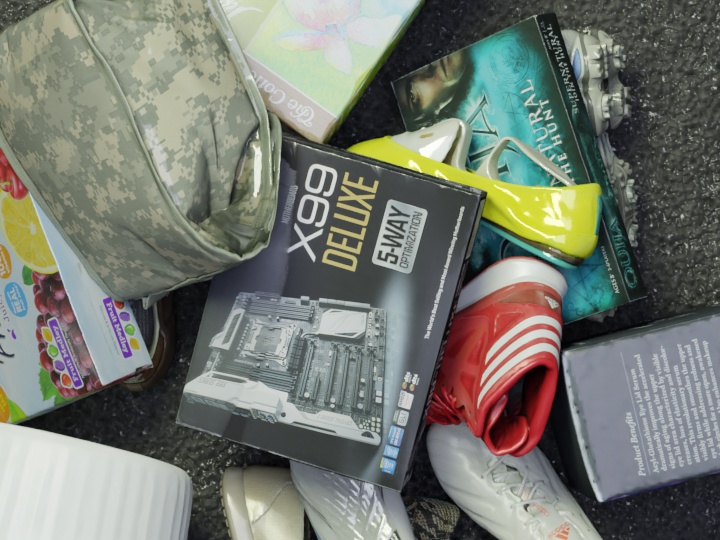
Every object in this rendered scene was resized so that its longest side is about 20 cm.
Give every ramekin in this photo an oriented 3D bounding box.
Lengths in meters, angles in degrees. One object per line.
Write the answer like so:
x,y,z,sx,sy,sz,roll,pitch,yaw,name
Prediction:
-0.206,0.163,1.559,0.199,0.201,0.099,12,81,-1,ramekin

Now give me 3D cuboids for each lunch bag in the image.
-0.138,-0.082,1.487,0.117,0.164,0.201,-29,97,-35,lunch bag

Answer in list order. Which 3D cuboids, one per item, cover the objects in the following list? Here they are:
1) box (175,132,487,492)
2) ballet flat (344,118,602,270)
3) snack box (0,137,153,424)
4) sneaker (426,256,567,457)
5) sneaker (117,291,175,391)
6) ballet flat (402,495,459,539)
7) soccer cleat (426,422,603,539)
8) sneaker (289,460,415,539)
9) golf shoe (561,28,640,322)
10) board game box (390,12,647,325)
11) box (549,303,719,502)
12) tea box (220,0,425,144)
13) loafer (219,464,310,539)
-0.019,0.023,1.523,0.156,0.050,0.202,17,98,7,box
0.074,-0.063,1.566,0.199,0.067,0.068,23,99,26,ballet flat
-0.232,-0.005,1.591,0.053,0.142,0.202,-20,88,-43,snack box
0.060,0.083,1.564,0.078,0.200,0.116,24,46,-22,sneaker
-0.157,-0.018,1.623,0.070,0.076,0.202,-8,89,-2,sneaker
0.051,0.257,1.630,0.075,0.068,0.202,1,85,-11,ballet flat
0.124,0.173,1.625,0.069,0.078,0.200,-42,90,-3,soccer cleat
0.009,0.188,1.588,0.071,0.072,0.202,-21,86,16,sneaker
0.139,-0.064,1.632,0.096,0.078,0.202,-3,90,25,golf shoe
0.105,-0.057,1.599,0.135,0.028,0.202,-21,85,39,board game box
0.231,0.080,1.598,0.198,0.148,0.105,-14,89,-1,box
-0.054,-0.214,1.603,0.199,0.134,0.198,34,89,-1,tea box
-0.043,0.226,1.619,0.068,0.076,0.202,-16,88,4,loafer
